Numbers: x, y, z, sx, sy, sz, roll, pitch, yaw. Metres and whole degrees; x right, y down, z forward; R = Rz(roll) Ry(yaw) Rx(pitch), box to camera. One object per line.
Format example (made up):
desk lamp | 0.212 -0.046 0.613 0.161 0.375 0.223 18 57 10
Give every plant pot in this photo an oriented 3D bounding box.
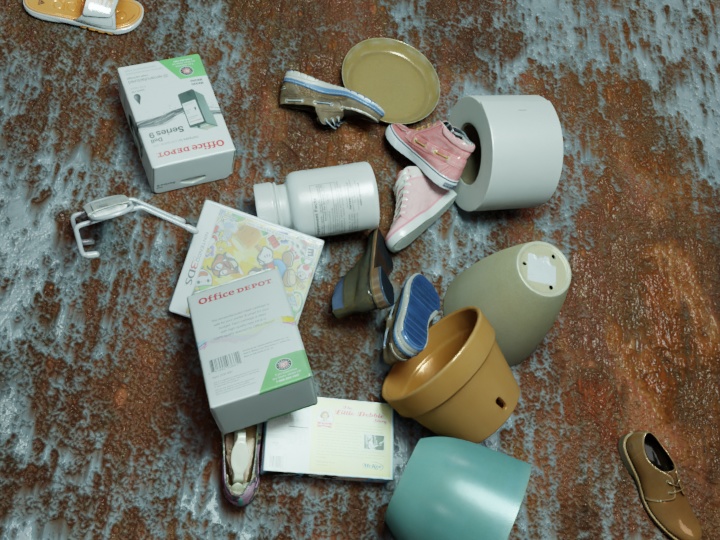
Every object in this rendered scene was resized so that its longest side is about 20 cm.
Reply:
plant pot | 0.129 0.332 1.074 0.160 0.201 0.202 25 61 11
plant pot | 0.057 -0.362 1.460 0.197 0.028 0.202 6 66 -13
plant pot | 0.256 0.039 1.235 0.185 0.200 0.189 6 65 -13
plant pot | 0.149 0.175 1.160 0.140 0.200 0.200 48 62 -9

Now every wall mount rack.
wall mount rack | -0.350 -0.076 1.154 0.172 0.200 0.075 -18 108 -19

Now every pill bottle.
pill bottle | -0.075 -0.111 1.254 0.197 0.115 0.116 -9 68 -8

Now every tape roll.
tape roll | 0.251 -0.210 1.347 0.137 0.203 0.205 -4 67 -18

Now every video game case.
video game case | -0.178 0.008 1.186 0.198 0.023 0.184 19 87 -7

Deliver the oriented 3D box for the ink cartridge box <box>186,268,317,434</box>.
ink cartridge box | -0.157 0.111 1.084 0.144 0.088 0.201 -17 54 -7

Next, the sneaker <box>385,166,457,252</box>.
sneaker | 0.080 -0.114 1.319 0.105 0.075 0.200 44 49 6

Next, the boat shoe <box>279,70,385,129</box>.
boat shoe | -0.054 -0.297 1.375 0.198 0.072 0.073 21 91 11

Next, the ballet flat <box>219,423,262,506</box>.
ballet flat | -0.174 0.235 1.096 0.068 0.071 0.202 0 66 -12

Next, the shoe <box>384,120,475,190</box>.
shoe | 0.124 -0.233 1.345 0.071 0.092 0.200 9 30 -42

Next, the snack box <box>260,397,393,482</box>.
snack box | -0.048 0.254 1.143 0.197 0.037 0.118 8 65 -12

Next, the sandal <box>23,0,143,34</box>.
sandal | -0.491 -0.473 1.337 0.204 0.059 0.080 2 66 -15

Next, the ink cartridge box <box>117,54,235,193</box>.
ink cartridge box | -0.309 -0.249 1.272 0.145 0.084 0.202 -17 72 -21

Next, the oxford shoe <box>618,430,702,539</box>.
oxford shoe | 0.500 0.357 1.233 0.071 0.071 0.201 -23 76 -25

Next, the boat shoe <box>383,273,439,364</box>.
boat shoe | 0.073 0.075 1.221 0.072 0.072 0.200 45 31 -9

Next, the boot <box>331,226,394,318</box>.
boot | 0.000 0.000 1.248 0.096 0.075 0.201 -21 31 15
